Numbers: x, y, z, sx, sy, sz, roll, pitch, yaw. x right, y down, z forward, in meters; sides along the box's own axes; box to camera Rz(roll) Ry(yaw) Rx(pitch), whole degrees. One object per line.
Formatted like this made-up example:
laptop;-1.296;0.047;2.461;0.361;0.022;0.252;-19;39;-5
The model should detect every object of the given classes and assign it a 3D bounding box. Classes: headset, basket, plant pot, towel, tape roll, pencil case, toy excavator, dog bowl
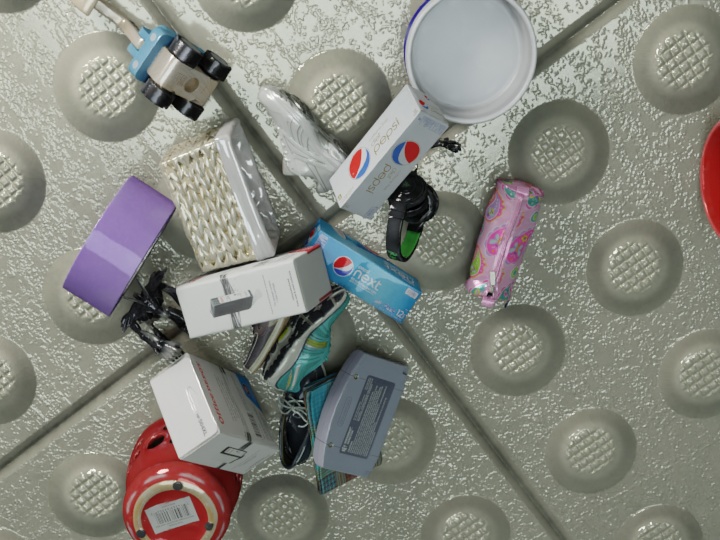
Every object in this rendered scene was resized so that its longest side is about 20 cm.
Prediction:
headset;0.094;-0.111;1.600;0.092;0.123;0.204;12;85;18
basket;-0.215;-0.112;1.579;0.121;0.136;0.203;-18;108;6
plant pot;-0.298;0.369;1.714;0.196;0.183;0.204;-1;111;-3
plant pot;0.653;-0.145;1.586;0.174;0.201;0.204;-6;109;-10
towel;-0.025;0.264;1.734;0.145;0.022;0.203;-20;113;-34
tape roll;-0.364;-0.038;1.559;0.084;0.200;0.201;32;105;-10
pencil case;0.229;-0.045;1.648;0.086;0.088;0.203;14;107;-7
toy excavator;-0.318;-0.335;1.522;0.100;0.200;0.193;-52;148;13
dog bowl;0.163;-0.329;1.551;0.196;0.079;0.204;-1;109;-3

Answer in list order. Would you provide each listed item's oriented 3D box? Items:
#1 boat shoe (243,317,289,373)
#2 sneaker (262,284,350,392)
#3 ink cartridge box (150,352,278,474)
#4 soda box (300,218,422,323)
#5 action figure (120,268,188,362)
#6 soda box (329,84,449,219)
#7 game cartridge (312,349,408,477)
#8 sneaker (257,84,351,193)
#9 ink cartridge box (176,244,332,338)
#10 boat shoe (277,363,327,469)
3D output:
boat shoe;-0.149;0.073;1.681;0.064;0.072;0.202;28;107;0
sneaker;-0.079;0.109;1.645;0.079;0.078;0.201;30;105;-28
ink cartridge box;-0.232;0.232;1.637;0.084;0.200;0.147;-34;62;11
soda box;0.000;0.000;1.660;0.198;0.068;0.065;32;105;-12
action figure;-0.303;0.074;1.603;0.101;0.200;0.120;24;75;14
soda box;0.040;-0.174;1.533;0.063;0.069;0.200;19;124;-38
game cartridge;-0.003;0.237;1.705;0.132;0.041;0.203;21;90;-35
sneaker;-0.098;-0.196;1.588;0.099;0.078;0.200;-41;105;14
ink cartridge box;-0.160;0.031;1.566;0.197;0.144;0.085;-12;97;17
boat shoe;-0.104;0.239;1.733;0.074;0.062;0.203;20;111;19
